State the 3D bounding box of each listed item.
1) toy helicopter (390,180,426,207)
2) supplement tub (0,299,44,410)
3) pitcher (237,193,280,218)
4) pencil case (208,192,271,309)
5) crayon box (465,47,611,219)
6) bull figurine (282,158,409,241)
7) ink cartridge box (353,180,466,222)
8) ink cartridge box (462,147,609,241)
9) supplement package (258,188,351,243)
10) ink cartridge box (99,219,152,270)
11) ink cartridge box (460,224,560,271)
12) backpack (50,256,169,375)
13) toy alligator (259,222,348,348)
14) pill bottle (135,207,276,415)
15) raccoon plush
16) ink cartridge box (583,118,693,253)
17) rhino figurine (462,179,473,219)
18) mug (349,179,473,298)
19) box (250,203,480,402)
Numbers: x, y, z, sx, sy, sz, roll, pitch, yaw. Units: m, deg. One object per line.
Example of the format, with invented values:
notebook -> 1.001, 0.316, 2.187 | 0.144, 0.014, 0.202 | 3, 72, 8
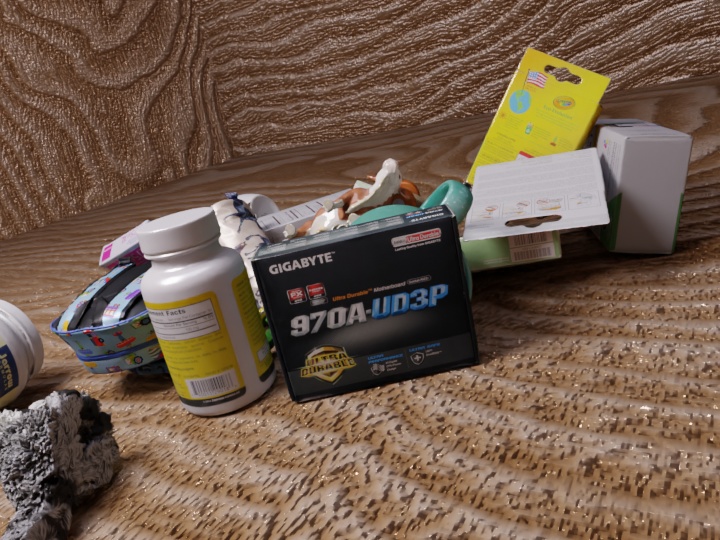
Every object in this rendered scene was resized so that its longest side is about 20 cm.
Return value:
toy helicopter -> 0.025, -0.034, 0.866 | 0.199, 0.133, 0.079 | -28, 10, 17
supplement tub -> -0.501, 0.129, 0.696 | 0.143, 0.147, 0.200 | -7, 19, 18
pitcher -> -0.222, -0.061, 1.089 | 0.199, 0.122, 0.171 | -27, -7, 33
pencil case -> -0.147, -0.015, 0.818 | 0.089, 0.201, 0.078 | -31, -22, -19
crayon box -> 0.250, -0.191, 0.822 | 0.126, 0.202, 0.051 | 31, 21, 21
bull figurine -> -0.025, -0.068, 0.773 | 0.200, 0.065, 0.121 | -39, -7, 27
ink cartridge box -> 0.076, -0.102, 0.997 | 0.144, 0.048, 0.200 | 20, 8, -21
ink cartridge box -> 0.217, -0.081, 0.716 | 0.160, 0.051, 0.201 | -6, 34, 21
supplement package -> -0.079, -0.049, 0.963 | 0.198, 0.115, 0.109 | -19, 19, -13
ink cartridge box -> -0.275, 0.002, 0.888 | 0.119, 0.199, 0.042 | -21, 54, 35
ink cartridge box -> 0.186, -0.027, 0.800 | 0.144, 0.049, 0.200 | -9, -3, 11
backpack -> -0.268, 0.063, 0.736 | 0.180, 0.136, 0.200 | -8, 19, 16
toy alligator -> -0.067, 0.032, 0.721 | 0.059, 0.201, 0.054 | 36, 1, 20
pill bottle -> -0.166, 0.041, 0.623 | 0.110, 0.202, 0.111 | -11, 18, 4
raccoon plush -> -0.308, 0.181, 0.504 | 0.133, 0.098, 0.200 | -18, 17, 11
ink cartridge box -> 0.361, -0.123, 0.797 | 0.083, 0.147, 0.200 | 1, 20, 6
rhino figurine -> 0.184, -0.096, 0.894 | 0.087, 0.060, 0.200 | 34, 14, 15
mug -> 0.055, -0.003, 0.656 | 0.183, 0.153, 0.115 | -24, 18, 7
box -> 0.009, 0.035, 0.583 | 0.198, 0.161, 0.046 | -12, 19, 3
